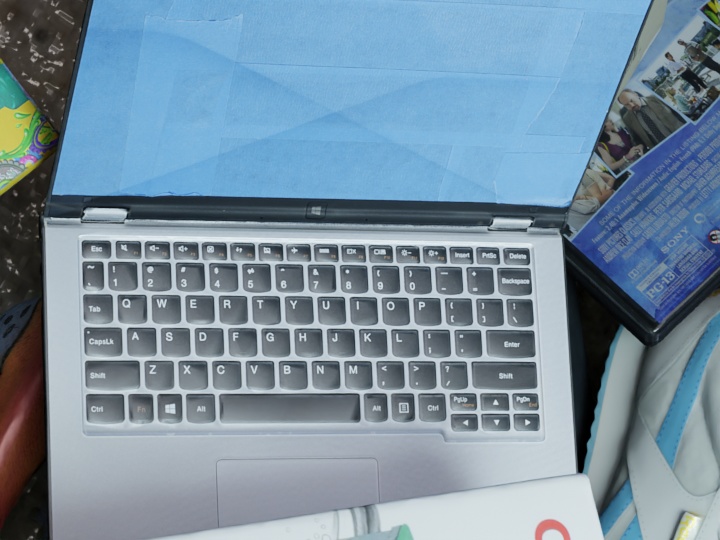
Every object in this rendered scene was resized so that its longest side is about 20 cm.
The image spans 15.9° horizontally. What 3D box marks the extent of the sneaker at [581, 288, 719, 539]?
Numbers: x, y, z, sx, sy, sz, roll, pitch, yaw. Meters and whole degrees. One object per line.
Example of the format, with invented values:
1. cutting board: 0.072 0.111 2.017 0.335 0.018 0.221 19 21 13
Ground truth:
1. sneaker: 0.124 0.100 0.932 0.076 0.081 0.200 20 72 -37

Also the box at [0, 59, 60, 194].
1. box: -0.244 -0.054 0.851 0.193 0.122 0.200 -40 96 -24

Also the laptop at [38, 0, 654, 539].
1. laptop: 0.000 0.000 0.824 0.187 0.116 0.200 1 79 -18

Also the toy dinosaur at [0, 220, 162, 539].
1. toy dinosaur: -0.075 0.020 0.888 0.105 0.200 0.182 29 115 -4

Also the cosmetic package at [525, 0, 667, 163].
1. cosmetic package: 0.005 -0.114 0.947 0.200 0.071 0.105 27 68 12

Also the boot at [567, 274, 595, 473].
1. boot: 0.014 0.084 0.952 0.200 0.076 0.168 -18 91 -31

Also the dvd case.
1. dvd case: 0.088 -0.083 0.982 0.143 0.018 0.200 -42 71 -12

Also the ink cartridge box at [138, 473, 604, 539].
1. ink cartridge box: -0.014 0.150 0.778 0.200 0.084 0.146 -8 73 -20
